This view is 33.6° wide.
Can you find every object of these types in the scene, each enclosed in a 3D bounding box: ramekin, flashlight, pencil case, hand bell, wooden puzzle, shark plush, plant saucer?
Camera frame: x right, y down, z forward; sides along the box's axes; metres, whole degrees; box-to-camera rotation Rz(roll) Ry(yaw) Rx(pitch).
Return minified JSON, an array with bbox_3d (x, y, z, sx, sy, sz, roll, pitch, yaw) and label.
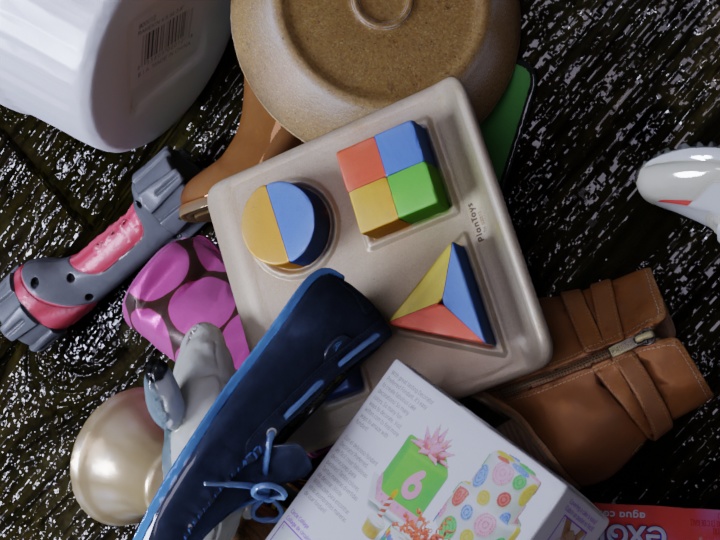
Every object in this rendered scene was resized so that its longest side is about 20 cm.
[{"bbox_3d":[-0.171,-0.183,0.844,0.097,0.200,0.202,32,101,16],"label":"ramekin"},{"bbox_3d":[-0.200,-0.019,0.920,0.199,0.067,0.068,-39,70,21],"label":"flashlight"},{"bbox_3d":[-0.076,0.046,0.845,0.198,0.090,0.095,29,102,26],"label":"pencil case"},{"bbox_3d":[-0.105,0.156,0.808,0.199,0.103,0.106,17,96,47],"label":"hand bell"},{"bbox_3d":[0.000,0.000,0.734,0.198,0.046,0.188,-23,78,22],"label":"wooden puzzle"},{"bbox_3d":[-0.092,0.135,0.745,0.083,0.090,0.204,174,90,-66],"label":"shark plush"},{"bbox_3d":[0.013,-0.173,0.784,0.197,0.035,0.204,1,83,-5],"label":"plant saucer"}]

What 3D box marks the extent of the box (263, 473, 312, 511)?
[{"bbox_3d":[-0.044,0.227,0.786,0.199,0.049,0.162,21,93,58],"label":"box"}]

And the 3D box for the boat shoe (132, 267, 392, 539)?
[{"bbox_3d":[-0.053,0.093,0.665,0.068,0.084,0.201,35,83,1],"label":"boat shoe"}]

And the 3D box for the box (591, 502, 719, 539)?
[{"bbox_3d":[0.140,0.197,0.683,0.196,0.103,0.096,2,56,9],"label":"box"}]

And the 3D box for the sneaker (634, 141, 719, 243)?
[{"bbox_3d":[0.251,-0.014,0.695,0.197,0.070,0.095,13,88,23],"label":"sneaker"}]

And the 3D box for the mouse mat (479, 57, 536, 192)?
[{"bbox_3d":[0.016,-0.092,0.849,0.198,0.008,0.163,21,97,26],"label":"mouse mat"}]

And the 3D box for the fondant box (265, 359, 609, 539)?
[{"bbox_3d":[0.016,0.168,0.634,0.201,0.058,0.144,-54,43,-3],"label":"fondant box"}]

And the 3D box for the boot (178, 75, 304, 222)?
[{"bbox_3d":[-0.065,-0.135,0.839,0.198,0.077,0.157,-28,82,17],"label":"boot"}]

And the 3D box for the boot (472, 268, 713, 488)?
[{"bbox_3d":[0.114,0.036,0.755,0.154,0.077,0.202,-32,63,13],"label":"boot"}]
